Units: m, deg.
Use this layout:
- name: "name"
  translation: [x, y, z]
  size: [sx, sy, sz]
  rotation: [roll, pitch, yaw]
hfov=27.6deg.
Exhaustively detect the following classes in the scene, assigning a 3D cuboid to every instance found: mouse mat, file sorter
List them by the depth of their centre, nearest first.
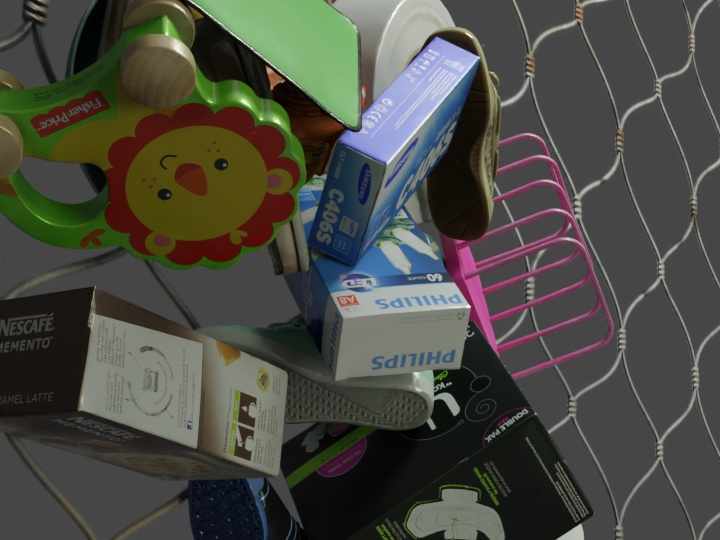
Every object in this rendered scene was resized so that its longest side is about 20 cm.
- name: "mouse mat"
  translation: [-0.073, -0.189, 1.005]
  size: [0.199, 0.008, 0.162]
  rotation: [38, 28, -24]
- name: "file sorter"
  translation: [0.148, -0.016, 1.373]
  size: [0.201, 0.124, 0.140]
  rotation: [-98, 166, -55]

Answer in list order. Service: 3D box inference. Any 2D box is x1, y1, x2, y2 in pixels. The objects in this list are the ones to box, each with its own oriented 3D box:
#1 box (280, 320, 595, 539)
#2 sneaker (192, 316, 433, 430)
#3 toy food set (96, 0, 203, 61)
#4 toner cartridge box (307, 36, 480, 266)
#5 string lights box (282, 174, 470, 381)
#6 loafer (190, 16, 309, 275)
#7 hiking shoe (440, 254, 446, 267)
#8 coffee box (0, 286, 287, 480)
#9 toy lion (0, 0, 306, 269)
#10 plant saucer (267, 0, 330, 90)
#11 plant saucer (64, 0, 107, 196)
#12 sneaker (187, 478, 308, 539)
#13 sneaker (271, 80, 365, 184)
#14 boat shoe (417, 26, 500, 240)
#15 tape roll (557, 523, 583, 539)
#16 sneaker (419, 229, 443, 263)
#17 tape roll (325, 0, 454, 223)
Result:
- name: "box"
  translation: [0.055, 0.168, 1.169]
  size: [0.125, 0.199, 0.149]
  rotation: [57, 0, -32]
- name: "sneaker"
  translation: [-0.041, 0.057, 1.149]
  size: [0.119, 0.198, 0.074]
  rotation: [-88, -169, -51]
- name: "toy food set"
  translation: [-0.116, -0.164, 1.067]
  size: [0.143, 0.060, 0.203]
  rotation: [29, 63, -50]
- name: "toner cartridge box"
  translation: [0.028, -0.095, 1.124]
  size: [0.200, 0.043, 0.096]
  rotation: [-52, 163, -51]
- name: "string lights box"
  translation: [0.000, 0.000, 1.127]
  size: [0.101, 0.201, 0.060]
  rotation: [-4, 124, -19]
- name: "loafer"
  translation: [-0.085, -0.085, 1.039]
  size: [0.072, 0.062, 0.202]
  rotation: [-117, -167, -64]
- name: "hiking shoe"
  translation: [0.069, 0.063, 1.385]
  size: [0.087, 0.073, 0.203]
  rotation: [-52, 128, -79]
- name: "coffee box"
  translation: [-0.153, 0.082, 0.984]
  size: [0.199, 0.113, 0.081]
  rotation: [30, 60, -51]
- name: "toy lion"
  translation: [-0.143, -0.071, 0.968]
  size: [0.069, 0.198, 0.193]
  rotation: [-99, 165, -49]
- name: "plant saucer"
  translation: [-0.093, -0.246, 1.222]
  size: [0.199, 0.032, 0.203]
  rotation: [17, 70, -55]
- name: "plant saucer"
  translation: [-0.154, -0.118, 1.090]
  size: [0.199, 0.036, 0.203]
  rotation: [8, 80, -55]
- name: "sneaker"
  translation: [-0.074, 0.211, 1.126]
  size: [0.078, 0.069, 0.203]
  rotation: [-44, 126, -55]
- name: "sneaker"
  translation: [-0.036, -0.104, 1.106]
  size: [0.200, 0.072, 0.078]
  rotation: [-174, -96, -82]
- name: "boat shoe"
  translation: [0.084, -0.123, 1.256]
  size: [0.063, 0.072, 0.202]
  rotation: [-62, 155, -49]
- name: "tape roll"
  translation: [0.085, 0.233, 1.238]
  size: [0.071, 0.200, 0.204]
  rotation: [56, 41, -34]
- name: "sneaker"
  translation: [-0.001, 0.039, 1.235]
  size: [0.200, 0.071, 0.073]
  rotation: [-46, 135, -32]
- name: "tape roll"
  translation: [0.026, -0.142, 1.299]
  size: [0.202, 0.070, 0.206]
  rotation: [-12, 103, -63]
